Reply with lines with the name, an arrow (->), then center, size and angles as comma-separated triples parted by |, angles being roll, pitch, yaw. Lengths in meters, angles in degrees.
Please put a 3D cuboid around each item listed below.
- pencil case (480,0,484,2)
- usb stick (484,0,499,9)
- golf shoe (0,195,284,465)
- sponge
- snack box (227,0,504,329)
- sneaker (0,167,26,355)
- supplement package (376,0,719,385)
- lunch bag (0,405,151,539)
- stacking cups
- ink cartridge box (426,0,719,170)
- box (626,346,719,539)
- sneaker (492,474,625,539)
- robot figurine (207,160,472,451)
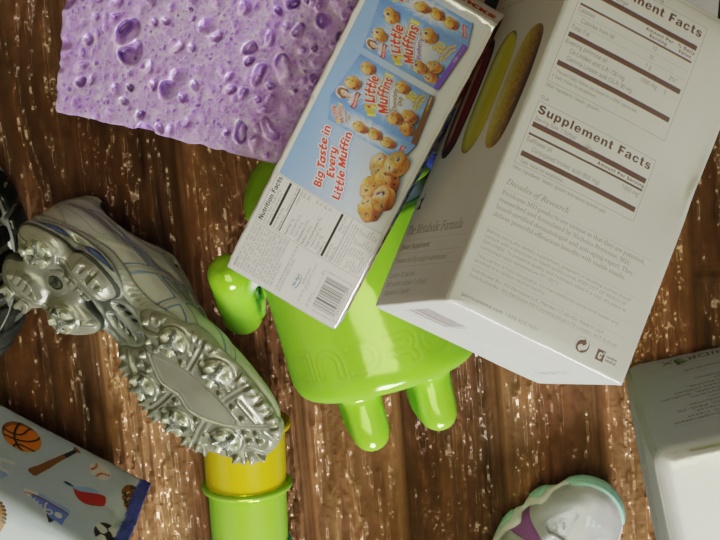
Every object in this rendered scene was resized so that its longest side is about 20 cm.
pencil case -> -0.029, -0.145, 1.263 | 0.199, 0.090, 0.078 | 12, 124, 12
usb stick -> 0.066, -0.150, 1.302 | 0.200, 0.033, 0.055 | 44, 103, -9
golf shoe -> -0.114, 0.027, 1.316 | 0.200, 0.097, 0.078 | 42, 127, -3
sponge -> -0.069, -0.121, 1.218 | 0.199, 0.030, 0.112 | 14, 114, 12
snack box -> 0.000, -0.068, 1.188 | 0.072, 0.024, 0.201 | 30, 115, 5
sneaker -> -0.261, -0.040, 1.325 | 0.090, 0.078, 0.201 | -14, 99, 15
supplement package -> 0.108, -0.052, 1.176 | 0.109, 0.114, 0.201 | 25, 79, -17
lunch bag -> -0.250, 0.192, 1.355 | 0.169, 0.124, 0.200 | 30, 117, -5
stacking cups -> -0.072, 0.189, 1.377 | 0.060, 0.061, 0.201 | 0, 105, 2
ink cartridge box -> 0.140, -0.090, 1.270 | 0.200, 0.044, 0.094 | -39, 101, -14
box -> 0.276, 0.151, 1.299 | 0.199, 0.171, 0.200 | -12, 104, 5
sneaker -> 0.093, 0.222, 1.338 | 0.078, 0.140, 0.200 | 36, 103, -7
robot figurine -> 0.000, 0.000, 1.297 | 0.174, 0.116, 0.201 | -17, 100, -2
